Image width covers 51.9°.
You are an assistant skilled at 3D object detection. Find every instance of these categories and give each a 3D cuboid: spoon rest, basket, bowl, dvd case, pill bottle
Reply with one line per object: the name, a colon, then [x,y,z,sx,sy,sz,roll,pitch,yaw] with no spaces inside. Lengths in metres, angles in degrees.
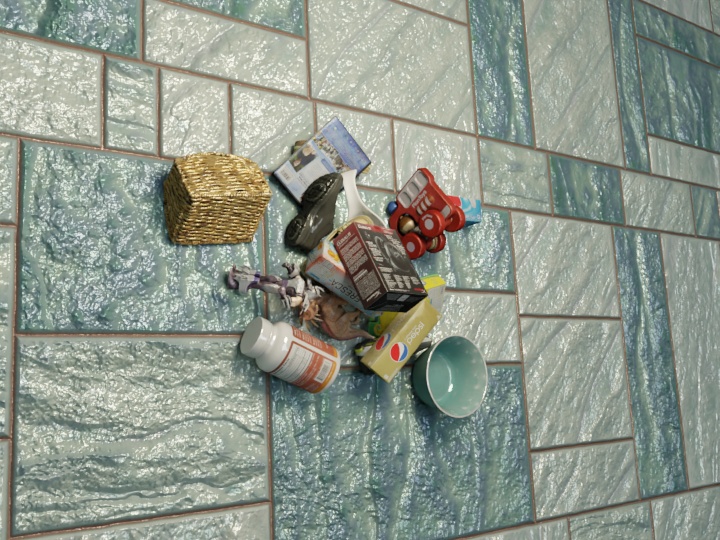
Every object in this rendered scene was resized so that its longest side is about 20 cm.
spoon rest: [-0.001,-0.130,1.720,0.061,0.099,0.200,-75,147,-69]
basket: [-0.312,-0.153,1.559,0.200,0.149,0.143,-6,51,-36]
bowl: [0.207,0.261,1.825,0.201,0.105,0.201,8,77,-34]
dvd case: [-0.087,-0.237,1.709,0.200,0.018,0.143,-44,115,-8]
pill bottle: [-0.150,0.178,1.579,0.200,0.112,0.112,31,64,-27]

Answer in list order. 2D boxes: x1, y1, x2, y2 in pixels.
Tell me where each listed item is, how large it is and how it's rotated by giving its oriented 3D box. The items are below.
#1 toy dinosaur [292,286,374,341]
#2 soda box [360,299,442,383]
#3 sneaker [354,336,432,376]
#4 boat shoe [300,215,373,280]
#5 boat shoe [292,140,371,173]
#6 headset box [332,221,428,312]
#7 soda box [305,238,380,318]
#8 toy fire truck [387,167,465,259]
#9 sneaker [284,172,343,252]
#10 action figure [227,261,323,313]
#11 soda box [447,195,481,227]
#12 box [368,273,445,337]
toy dinosaur: [-0.067,0.106,1.658,0.200,0.086,0.136,48,58,-7]
soda box: [0.094,0.155,1.689,0.064,0.068,0.200,42,81,-21]
sneaker: [0.079,0.198,1.768,0.200,0.074,0.085,-8,100,-21]
boat shoe: [-0.050,-0.052,1.665,0.201,0.063,0.073,-36,89,-7]
boat shoe: [-0.070,-0.248,1.758,0.200,0.072,0.076,11,87,-24]
headset box: [0.039,-0.014,1.595,0.149,0.077,0.200,7,49,-51]
soda box: [-0.024,0.019,1.614,0.200,0.064,0.068,36,32,-23]
toy fire truck: [0.145,-0.131,1.815,0.112,0.200,0.168,-17,64,-47]
sneaker: [-0.092,-0.131,1.692,0.091,0.076,0.200,30,94,-40]
action figure: [-0.175,0.030,1.550,0.200,0.130,0.069,9,116,-4]
soda box: [0.223,-0.159,1.943,0.200,0.068,0.064,3,79,-35]
box: [0.103,0.086,1.766,0.200,0.048,0.117,-16,133,-26]
